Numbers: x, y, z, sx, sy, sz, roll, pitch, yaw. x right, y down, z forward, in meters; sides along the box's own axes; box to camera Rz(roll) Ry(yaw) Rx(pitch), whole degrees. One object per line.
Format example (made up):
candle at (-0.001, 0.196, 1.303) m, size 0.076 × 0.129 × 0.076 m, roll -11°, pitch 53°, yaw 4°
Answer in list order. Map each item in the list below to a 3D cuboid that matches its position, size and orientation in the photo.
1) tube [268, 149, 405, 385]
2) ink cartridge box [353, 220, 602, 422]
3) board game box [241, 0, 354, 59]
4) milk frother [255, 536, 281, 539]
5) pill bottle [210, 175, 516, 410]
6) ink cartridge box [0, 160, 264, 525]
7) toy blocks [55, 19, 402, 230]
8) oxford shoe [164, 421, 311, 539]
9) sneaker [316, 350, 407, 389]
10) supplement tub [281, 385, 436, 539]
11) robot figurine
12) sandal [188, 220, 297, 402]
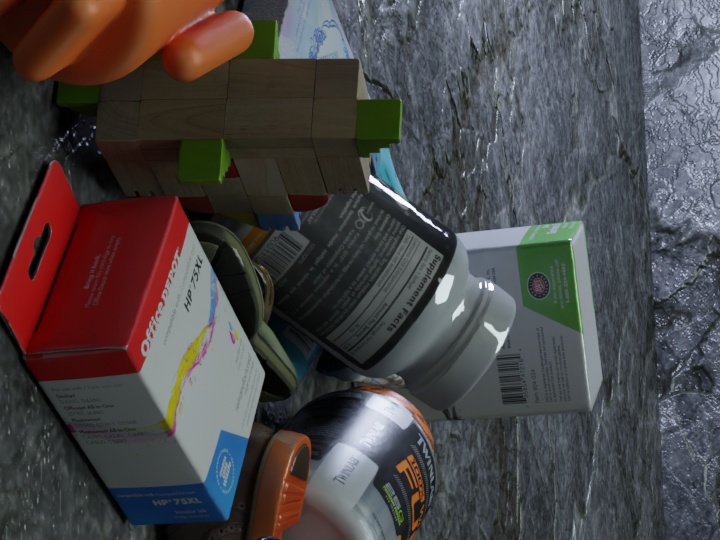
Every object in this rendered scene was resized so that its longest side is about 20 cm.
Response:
tube at (-0.019, -0.005, 1.260) m, size 0.201 × 0.050 × 0.078 m, roll -57°, pitch 148°, yaw -30°
ink cartridge box at (0.094, 0.045, 1.459) m, size 0.084 × 0.198 × 0.147 m, roll -45°, pitch 128°, yaw -69°
board game box at (-0.045, -0.111, 1.317) m, size 0.200 × 0.043 × 0.201 m, roll 68°, pitch 26°, yaw -45°
milk frother at (-0.134, 0.212, 0.747) m, size 0.200 × 0.186 × 0.182 m, roll 3°, pitch 82°, yaw -71°
pill bottle at (0.000, 0.000, 1.170) m, size 0.199 × 0.116 × 0.117 m, roll 36°, pitch 37°, yaw -12°
ink cartridge box at (-0.127, 0.042, 0.998) m, size 0.201 × 0.067 × 0.117 m, roll 67°, pitch 26°, yaw -43°
toy blocks at (-0.067, -0.071, 1.038) m, size 0.137 × 0.198 × 0.101 m, roll 72°, pitch 19°, yaw -67°
oxford shoe at (-0.089, 0.192, 1.093) m, size 0.071 × 0.072 × 0.202 m, roll 20°, pitch 86°, yaw -76°
sneaker at (0.021, 0.058, 1.321) m, size 0.075 × 0.086 × 0.200 m, roll -57°, pitch 179°, yaw 6°
supplement tub at (-0.018, 0.160, 1.216) m, size 0.200 × 0.121 × 0.124 m, roll -48°, pitch 131°, yaw -65°
robot figurine at (-0.131, -0.175, 0.936) m, size 0.200 × 0.143 × 0.117 m, roll -49°, pitch 150°, yaw -53°
sandal at (-0.088, 0.022, 1.112) m, size 0.201 × 0.079 × 0.058 m, roll 73°, pitch 25°, yaw -59°
